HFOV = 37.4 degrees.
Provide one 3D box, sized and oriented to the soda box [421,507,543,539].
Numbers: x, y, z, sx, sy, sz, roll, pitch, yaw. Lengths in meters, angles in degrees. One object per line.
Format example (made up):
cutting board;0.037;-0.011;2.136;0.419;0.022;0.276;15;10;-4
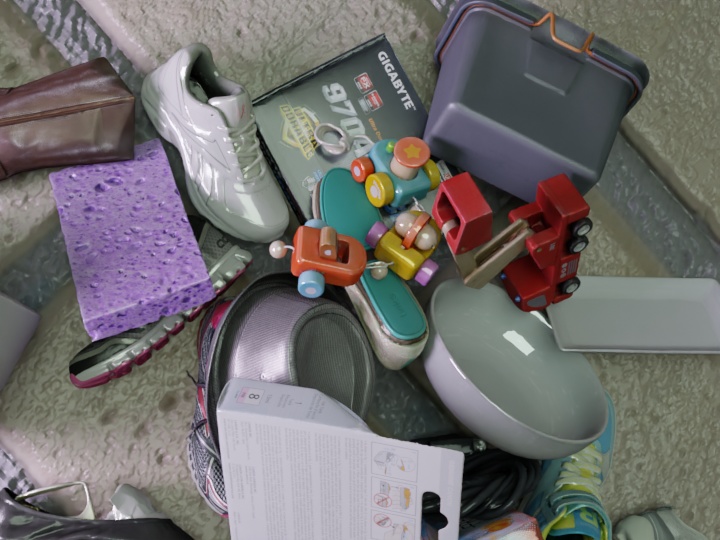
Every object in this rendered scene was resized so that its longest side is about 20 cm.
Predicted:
soda box;0.106;0.246;0.935;0.068;0.200;0.064;-19;87;-10

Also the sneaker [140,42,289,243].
sneaker;-0.125;-0.119;0.982;0.078;0.099;0.201;-36;92;-40

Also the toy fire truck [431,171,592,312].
toy fire truck;0.135;-0.021;0.959;0.139;0.201;0.049;-22;56;-12

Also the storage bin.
storage bin;0.159;-0.154;0.997;0.198;0.146;0.136;24;60;-7

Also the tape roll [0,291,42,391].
tape roll;-0.385;0.050;0.879;0.201;0.203;0.140;28;81;-5

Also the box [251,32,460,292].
box;0.001;-0.103;1.035;0.158;0.046;0.202;-28;89;-11

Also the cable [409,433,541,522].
cable;0.058;0.193;0.952;0.197;0.163;0.052;-4;97;-14

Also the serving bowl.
serving bowl;0.131;0.099;0.983;0.199;0.201;0.066;34;120;-4

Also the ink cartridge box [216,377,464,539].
ink cartridge box;-0.015;0.175;0.872;0.197;0.057;0.164;5;126;8

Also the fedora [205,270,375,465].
fedora;-0.047;0.102;0.938;0.175;0.090;0.203;-10;101;-43

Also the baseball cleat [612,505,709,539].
baseball cleat;0.313;0.330;1.025;0.105;0.070;0.203;-15;87;-10

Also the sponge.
sponge;-0.206;-0.033;0.943;0.110;0.030;0.201;-18;47;-10

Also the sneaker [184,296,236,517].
sneaker;-0.123;0.125;0.976;0.079;0.075;0.203;-4;85;-9

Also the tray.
tray;0.277;0.049;1.054;0.197;0.022;0.108;1;42;-9

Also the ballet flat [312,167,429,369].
ballet flat;0.000;0.000;0.965;0.067;0.063;0.202;-10;60;-22

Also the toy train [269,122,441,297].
toy train;0.007;-0.061;0.935;0.148;0.056;0.202;16;51;-11

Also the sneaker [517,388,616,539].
sneaker;0.207;0.201;0.992;0.079;0.131;0.202;22;80;-5

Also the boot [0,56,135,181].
boot;-0.309;-0.175;0.973;0.197;0.064;0.189;-14;98;0

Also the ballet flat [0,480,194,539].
ballet flat;-0.235;0.225;0.953;0.197;0.068;0.069;6;74;-9

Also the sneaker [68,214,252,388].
sneaker;-0.197;0.023;0.978;0.200;0.074;0.088;-41;90;-15
